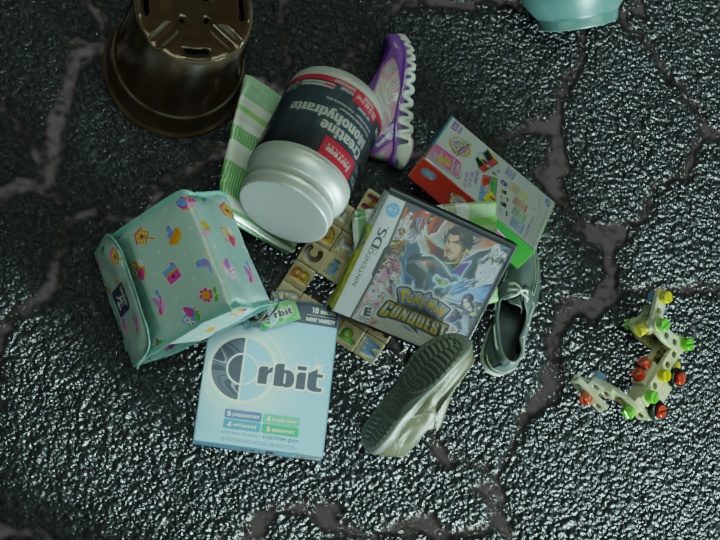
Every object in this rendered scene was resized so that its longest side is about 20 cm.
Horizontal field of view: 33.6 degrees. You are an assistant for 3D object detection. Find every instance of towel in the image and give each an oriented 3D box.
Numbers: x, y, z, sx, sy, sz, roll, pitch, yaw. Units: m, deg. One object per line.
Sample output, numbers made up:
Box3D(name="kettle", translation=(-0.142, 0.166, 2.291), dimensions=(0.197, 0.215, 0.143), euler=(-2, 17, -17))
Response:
Box3D(name="towel", translation=(0.086, -0.017, 1.595), dimensions=(0.198, 0.031, 0.150), euler=(-5, 108, -11))
Box3D(name="towel", translation=(-0.121, -0.140, 1.608), dimensions=(0.152, 0.023, 0.201), euler=(29, 65, -42))

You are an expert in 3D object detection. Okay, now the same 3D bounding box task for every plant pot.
Box3D(name="plant pot", translation=(-0.231, -0.300, 1.561), dimensions=(0.199, 0.198, 0.202), euler=(4, 76, -15))
Box3D(name="plant pot", translation=(0.317, -0.431, 1.776), dimensions=(0.199, 0.200, 0.135), euler=(-16, 108, -19))

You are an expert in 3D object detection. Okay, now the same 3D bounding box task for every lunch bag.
Box3D(name="lunch bag", translation=(-0.240, 0.013, 1.500), dimensions=(0.199, 0.122, 0.171), euler=(-26, 81, 23))

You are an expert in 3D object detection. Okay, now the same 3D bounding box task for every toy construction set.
Box3D(name="toy construction set", translation=(0.395, 0.134, 1.691), dimensions=(0.200, 0.092, 0.131), euler=(-44, 115, -14))

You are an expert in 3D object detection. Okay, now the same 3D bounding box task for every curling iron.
Box3D(name="curling iron", translation=(-0.153, -0.013, 1.569), dimensions=(0.049, 0.026, 0.201), euler=(-32, 55, 10))

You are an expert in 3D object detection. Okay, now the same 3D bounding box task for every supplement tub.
Box3D(name="supplement tub", translation=(-0.063, -0.152, 1.555), dimensions=(0.140, 0.140, 0.201), euler=(28, 60, -8))

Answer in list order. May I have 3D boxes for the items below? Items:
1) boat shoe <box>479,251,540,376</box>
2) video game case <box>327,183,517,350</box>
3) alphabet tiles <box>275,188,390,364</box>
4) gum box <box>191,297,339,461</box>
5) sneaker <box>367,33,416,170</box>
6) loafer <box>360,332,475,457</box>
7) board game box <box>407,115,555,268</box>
Box3D(name="boat shoe", translation=(0.220, 0.049, 1.677), dimensions=(0.072, 0.062, 0.201), euler=(20, 71, -10))
Box3D(name="video game case", translation=(0.082, 0.007, 1.572), dimensions=(0.199, 0.026, 0.182), euler=(23, 100, -19))
Box3D(name="alphabet tiles", translation=(0.000, 0.000, 1.611), dimensions=(0.167, 0.008, 0.201), euler=(32, 94, -6))
Box3D(name="gum box", translation=(-0.122, 0.136, 1.554), dimensions=(0.169, 0.045, 0.202), euler=(9, 73, -7))
Box3D(name="sneaker", translation=(0.030, -0.244, 1.692), dimensions=(0.088, 0.081, 0.202), euler=(4, 76, -7))
Box3D(name="loafer", translation=(0.083, 0.168, 1.582), dimensions=(0.200, 0.075, 0.070), euler=(-48, 127, 8))
Box3D(name="board game box", translation=(0.173, -0.113, 1.676), dimensions=(0.200, 0.040, 0.153), euler=(40, 35, -3))
